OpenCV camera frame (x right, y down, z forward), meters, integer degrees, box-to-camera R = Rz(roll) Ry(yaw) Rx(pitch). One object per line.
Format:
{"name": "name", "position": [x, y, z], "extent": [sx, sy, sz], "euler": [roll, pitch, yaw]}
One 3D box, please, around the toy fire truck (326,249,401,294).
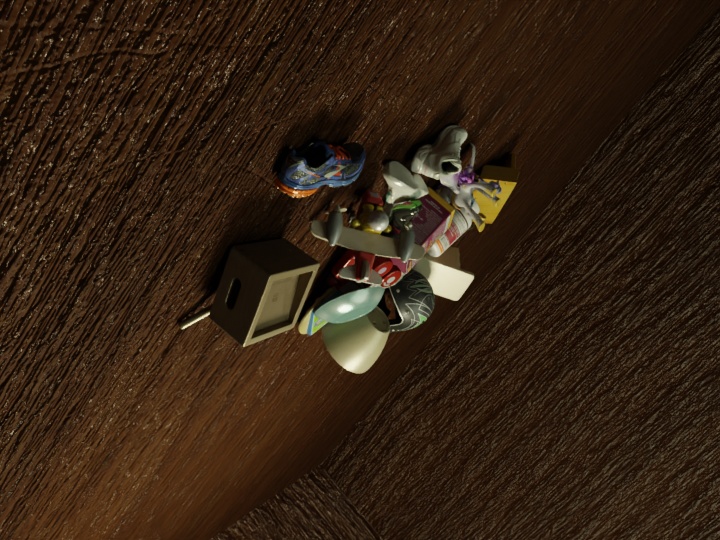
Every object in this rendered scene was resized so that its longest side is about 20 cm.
{"name": "toy fire truck", "position": [0.000, 0.000, 1.451], "extent": [0.167, 0.113, 0.200], "euler": [-37, 154, 6]}

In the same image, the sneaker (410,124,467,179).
{"name": "sneaker", "position": [0.207, -0.271, 1.339], "extent": [0.200, 0.099, 0.078], "euler": [-43, 160, -31]}

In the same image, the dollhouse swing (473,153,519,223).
{"name": "dollhouse swing", "position": [0.423, -0.294, 1.896], "extent": [0.179, 0.178, 0.201], "euler": [5, 145, -11]}

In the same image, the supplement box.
{"name": "supplement box", "position": [0.156, -0.108, 1.558], "extent": [0.200, 0.103, 0.131], "euler": [-46, 168, -11]}

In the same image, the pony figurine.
{"name": "pony figurine", "position": [0.285, -0.229, 1.529], "extent": [0.165, 0.199, 0.195], "euler": [-17, 132, -43]}

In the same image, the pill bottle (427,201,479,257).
{"name": "pill bottle", "position": [0.268, -0.146, 1.739], "extent": [0.200, 0.113, 0.113], "euler": [-42, 162, -11]}

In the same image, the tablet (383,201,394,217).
{"name": "tablet", "position": [0.080, -0.149, 1.473], "extent": [0.130, 0.014, 0.201], "euler": [-18, 147, -55]}

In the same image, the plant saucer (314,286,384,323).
{"name": "plant saucer", "position": [-0.023, 0.100, 1.483], "extent": [0.198, 0.039, 0.201], "euler": [-18, 164, -5]}

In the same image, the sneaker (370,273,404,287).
{"name": "sneaker", "position": [0.047, 0.013, 1.643], "extent": [0.199, 0.082, 0.077], "euler": [-33, 139, -7]}

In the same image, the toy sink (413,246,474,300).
{"name": "toy sink", "position": [0.256, -0.008, 1.845], "extent": [0.113, 0.197, 0.131], "euler": [-83, -166, -46]}

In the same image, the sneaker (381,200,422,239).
{"name": "sneaker", "position": [0.105, -0.110, 1.388], "extent": [0.076, 0.085, 0.200], "euler": [-17, 165, -24]}

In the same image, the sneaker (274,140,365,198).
{"name": "sneaker", "position": [-0.058, -0.190, 0.983], "extent": [0.199, 0.075, 0.079], "euler": [-32, 155, -41]}

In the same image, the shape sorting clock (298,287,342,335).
{"name": "shape sorting clock", "position": [-0.097, 0.101, 1.568], "extent": [0.200, 0.039, 0.201], "euler": [-42, 160, -19]}

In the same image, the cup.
{"name": "cup", "position": [0.004, 0.179, 1.662], "extent": [0.143, 0.201, 0.199], "euler": [-42, 166, 29]}

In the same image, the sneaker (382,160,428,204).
{"name": "sneaker", "position": [0.088, -0.191, 1.316], "extent": [0.088, 0.076, 0.199], "euler": [-30, 161, 22]}

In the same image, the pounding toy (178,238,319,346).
{"name": "pounding toy", "position": [-0.214, 0.047, 1.085], "extent": [0.183, 0.141, 0.202], "euler": [-16, 135, -58]}

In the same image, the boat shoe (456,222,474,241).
{"name": "boat shoe", "position": [0.338, -0.158, 1.964], "extent": [0.067, 0.073, 0.200], "euler": [-16, -163, 45]}

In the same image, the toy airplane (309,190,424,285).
{"name": "toy airplane", "position": [0.018, -0.071, 1.203], "extent": [0.199, 0.200, 0.141], "euler": [-32, 168, -31]}

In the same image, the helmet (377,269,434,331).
{"name": "helmet", "position": [0.136, 0.088, 1.740], "extent": [0.190, 0.202, 0.199], "euler": [-37, 171, 40]}
